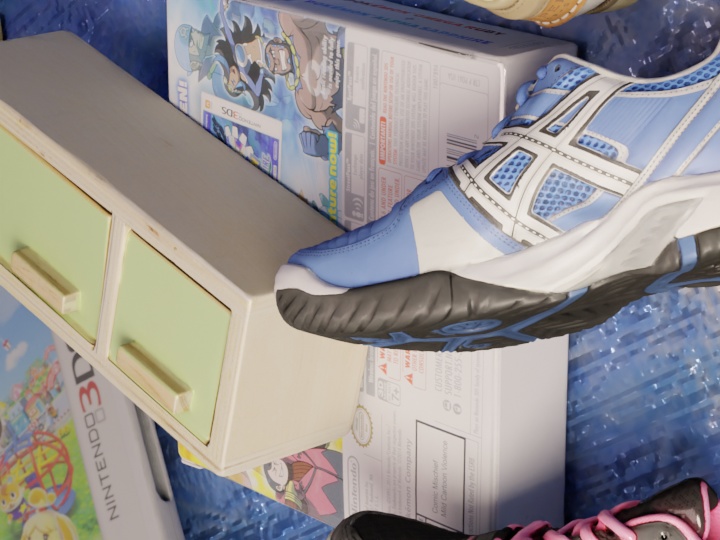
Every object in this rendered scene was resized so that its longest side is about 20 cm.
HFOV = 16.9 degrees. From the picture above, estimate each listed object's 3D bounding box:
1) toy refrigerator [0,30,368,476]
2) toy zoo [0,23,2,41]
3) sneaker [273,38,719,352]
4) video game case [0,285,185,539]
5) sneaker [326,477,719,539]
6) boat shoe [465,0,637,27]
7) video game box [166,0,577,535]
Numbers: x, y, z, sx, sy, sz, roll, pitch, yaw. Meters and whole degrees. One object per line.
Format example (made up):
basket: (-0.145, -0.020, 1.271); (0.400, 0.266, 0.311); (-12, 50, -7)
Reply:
toy refrigerator: (-0.085, -0.011, 0.909); (0.200, 0.070, 0.076); (37, 128, 37)
toy zoo: (-0.216, -0.072, 1.141); (0.199, 0.020, 0.132); (23, 119, 42)
sneaker: (0.063, -0.023, 0.778); (0.199, 0.076, 0.078); (-16, 78, 19)
video game case: (-0.174, 0.097, 1.052); (0.199, 0.022, 0.183); (-27, 66, 23)
sneaker: (0.084, 0.105, 0.797); (0.199, 0.079, 0.096); (17, 110, 15)
boat shoe: (0.019, -0.164, 0.805); (0.200, 0.068, 0.075); (52, 135, 24)
video game box: (0.000, 0.000, 0.901); (0.182, 0.047, 0.201); (18, 116, 42)
